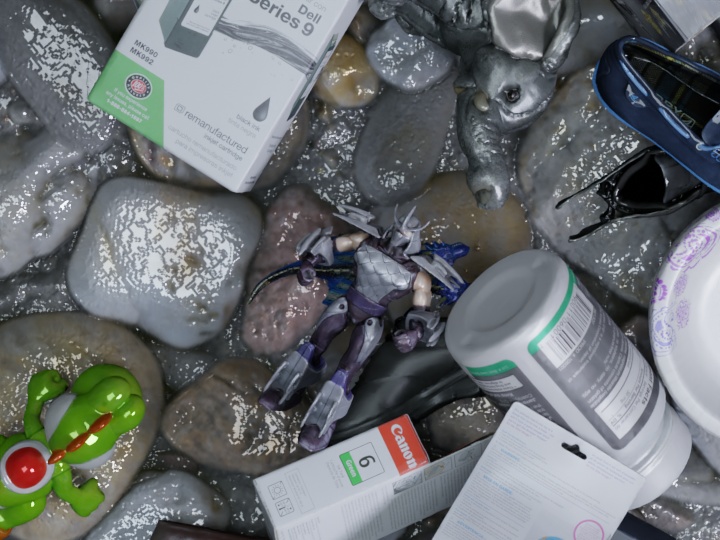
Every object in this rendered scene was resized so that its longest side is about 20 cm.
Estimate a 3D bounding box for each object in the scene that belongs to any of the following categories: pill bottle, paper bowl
[{"bbox_3d":[0.164,0.088,1.534,0.113,0.113,0.200,-38,116,7],"label":"pill bottle"},{"bbox_3d":[0.325,0.038,1.555,0.199,0.104,0.202,0,94,6],"label":"paper bowl"}]

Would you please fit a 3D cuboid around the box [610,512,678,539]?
[{"bbox_3d":[0.176,0.281,1.587,0.199,0.104,0.183,29,97,4],"label":"box"}]

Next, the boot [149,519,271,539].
[{"bbox_3d":[-0.091,0.303,1.638,0.198,0.064,0.188,1,81,3],"label":"boot"}]

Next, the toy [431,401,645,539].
[{"bbox_3d":[0.118,0.208,1.515,0.115,0.047,0.201,30,100,1],"label":"toy"}]

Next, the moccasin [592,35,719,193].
[{"bbox_3d":[0.263,-0.106,1.472,0.199,0.068,0.081,26,69,6],"label":"moccasin"}]

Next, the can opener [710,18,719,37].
[{"bbox_3d":[0.335,-0.164,1.572,0.200,0.079,0.063,42,136,6],"label":"can opener"}]

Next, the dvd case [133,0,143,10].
[{"bbox_3d":[-0.124,-0.255,1.632,0.142,0.018,0.201,-22,90,6],"label":"dvd case"}]

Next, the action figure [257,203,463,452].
[{"bbox_3d":[-0.003,0.037,1.529,0.130,0.069,0.201,36,108,20],"label":"action figure"}]

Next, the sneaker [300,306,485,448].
[{"bbox_3d":[0.038,0.082,1.614,0.199,0.076,0.091,-25,84,-2],"label":"sneaker"}]

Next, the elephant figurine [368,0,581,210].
[{"bbox_3d":[0.110,-0.173,1.557,0.155,0.141,0.200,-42,82,22],"label":"elephant figurine"}]

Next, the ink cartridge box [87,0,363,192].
[{"bbox_3d":[-0.103,-0.185,1.581,0.145,0.084,0.201,31,95,3],"label":"ink cartridge box"}]

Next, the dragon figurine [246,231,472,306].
[{"bbox_3d":[0.000,0.000,1.592,0.198,0.099,0.059,-1,93,7],"label":"dragon figurine"}]

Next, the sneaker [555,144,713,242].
[{"bbox_3d":[0.256,-0.077,1.539,0.199,0.104,0.060,-19,93,28],"label":"sneaker"}]

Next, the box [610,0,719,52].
[{"bbox_3d":[0.206,-0.239,1.504,0.048,0.200,0.159,-38,90,3],"label":"box"}]

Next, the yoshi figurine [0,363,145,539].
[{"bbox_3d":[-0.252,0.143,1.647,0.199,0.112,0.113,-32,49,21],"label":"yoshi figurine"}]

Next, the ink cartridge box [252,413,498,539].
[{"bbox_3d":[0.018,0.168,1.584,0.199,0.109,0.051,-23,62,-8],"label":"ink cartridge box"}]
